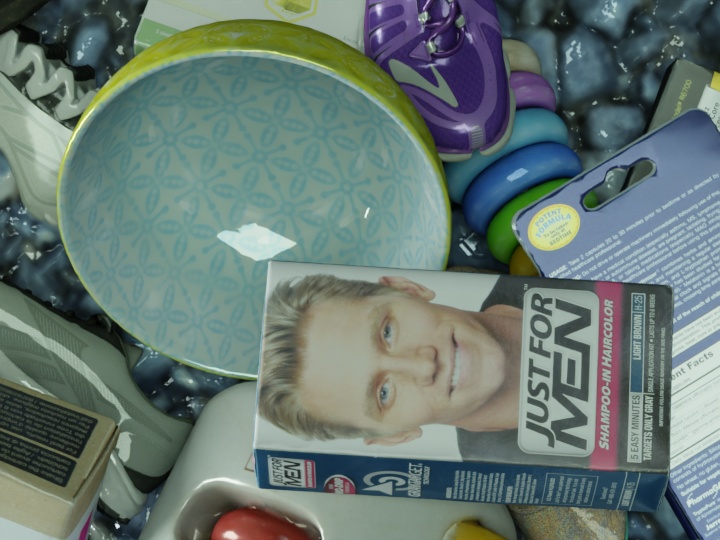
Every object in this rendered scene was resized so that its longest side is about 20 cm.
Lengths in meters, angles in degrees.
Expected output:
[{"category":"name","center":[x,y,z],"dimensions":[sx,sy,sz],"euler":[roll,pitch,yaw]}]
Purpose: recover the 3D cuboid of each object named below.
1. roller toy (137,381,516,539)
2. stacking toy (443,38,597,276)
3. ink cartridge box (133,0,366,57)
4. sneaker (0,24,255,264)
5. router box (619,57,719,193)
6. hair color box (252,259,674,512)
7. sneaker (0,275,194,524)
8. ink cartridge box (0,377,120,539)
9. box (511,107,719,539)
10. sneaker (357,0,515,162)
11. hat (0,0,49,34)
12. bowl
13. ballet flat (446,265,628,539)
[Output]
[{"category":"roller toy","center":[-0.017,0.146,1.390],"dimensions":[0.182,0.200,0.140],"euler":[31,70,-15]},{"category":"stacking toy","center":[0.097,-0.022,1.424],"dimensions":[0.085,0.085,0.201],"euler":[-27,68,0]},{"category":"ink cartridge box","center":[-0.023,-0.182,1.457],"dimensions":[0.145,0.048,0.201],"euler":[19,76,1]},{"category":"sneaker","center":[-0.136,-0.048,1.469],"dimensions":[0.200,0.075,0.081],"euler":[38,97,10]},{"category":"router box","center":[0.203,0.004,1.467],"dimensions":[0.149,0.051,0.201],"euler":[21,90,1]},{"category":"hair color box","center":[0.050,0.057,1.298],"dimensions":[0.199,0.061,0.100],"euler":[3,67,2]},{"category":"sneaker","center":[-0.173,0.044,1.467],"dimensions":[0.079,0.074,0.200],"euler":[-43,93,-12]},{"category":"ink cartridge box","center":[-0.231,0.144,1.406],"dimensions":[0.164,0.075,0.201],"euler":[20,125,3]},{"category":"box","center":[0.174,0.030,1.358],"dimensions":[0.121,0.032,0.201],"euler":[-30,87,-4]},{"category":"sneaker","center":[0.033,-0.154,1.386],"dimensions":[0.080,0.083,0.201],"euler":[-10,76,-7]},{"category":"hat","center":[-0.215,-0.169,1.446],"dimensions":[0.200,0.201,0.081],"euler":[-22,120,0]},{"category":"bowl","center":[-0.049,-0.054,1.366],"dimensions":[0.199,0.108,0.201],"euler":[2,125,3]},{"category":"ballet flat","center":[0.078,0.075,1.411],"dimensions":[0.068,0.067,0.200],"euler":[-43,45,20]}]
